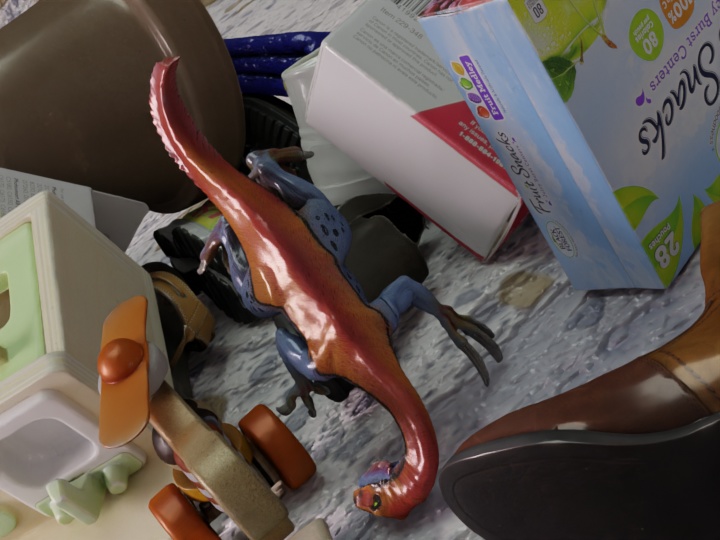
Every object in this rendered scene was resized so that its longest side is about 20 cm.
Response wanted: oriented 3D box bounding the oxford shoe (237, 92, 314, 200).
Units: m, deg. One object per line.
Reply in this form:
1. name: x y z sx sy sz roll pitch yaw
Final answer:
1. oxford shoe: -0.062 -0.100 0.979 0.084 0.073 0.200 -12 27 -33

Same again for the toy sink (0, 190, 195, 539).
1. toy sink: -0.188 0.077 0.739 0.130 0.112 0.201 -31 47 14

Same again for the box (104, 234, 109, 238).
1. box: -0.274 0.034 0.983 0.096 0.177 0.200 -20 25 36

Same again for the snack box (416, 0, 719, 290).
1. snack box: 0.142 -0.117 0.657 0.067 0.169 0.200 0 40 52

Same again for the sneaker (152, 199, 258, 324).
1. sneaker: -0.088 -0.024 0.958 0.090 0.079 0.200 -33 21 -15

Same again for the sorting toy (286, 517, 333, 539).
1. sorting toy: -0.075 0.194 0.522 0.184 0.037 0.200 -36 20 1

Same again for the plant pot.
1. plant pot: -0.209 -0.110 0.926 0.174 0.202 0.199 -31 15 -32

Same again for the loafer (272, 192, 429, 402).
1. loafer: 0.000 0.000 0.764 0.071 0.073 0.200 -30 21 20

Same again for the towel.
1. towel: -0.007 -0.151 0.994 0.199 0.050 0.147 -7 8 -42

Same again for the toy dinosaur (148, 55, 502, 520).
1. toy dinosaur: -0.027 0.026 0.613 0.105 0.200 0.182 -45 42 12

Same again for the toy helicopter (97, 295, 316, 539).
1. toy helicopter: -0.074 0.077 0.598 0.079 0.133 0.200 -40 10 -11

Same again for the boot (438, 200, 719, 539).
1. boot: 0.134 0.020 0.522 0.187 0.069 0.201 -24 23 31

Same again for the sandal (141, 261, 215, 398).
1. sandal: -0.126 0.034 0.897 0.054 0.082 0.200 -34 14 7

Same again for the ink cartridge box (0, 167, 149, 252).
1. ink cartridge box: -0.242 -0.003 0.837 0.115 0.198 0.068 -54 38 36

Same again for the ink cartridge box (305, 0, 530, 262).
1. ink cartridge box: 0.084 -0.128 0.786 0.200 0.147 0.086 -46 -12 -29

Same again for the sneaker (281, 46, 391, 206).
1. sneaker: 0.048 -0.129 0.863 0.198 0.117 0.074 -22 16 -7
